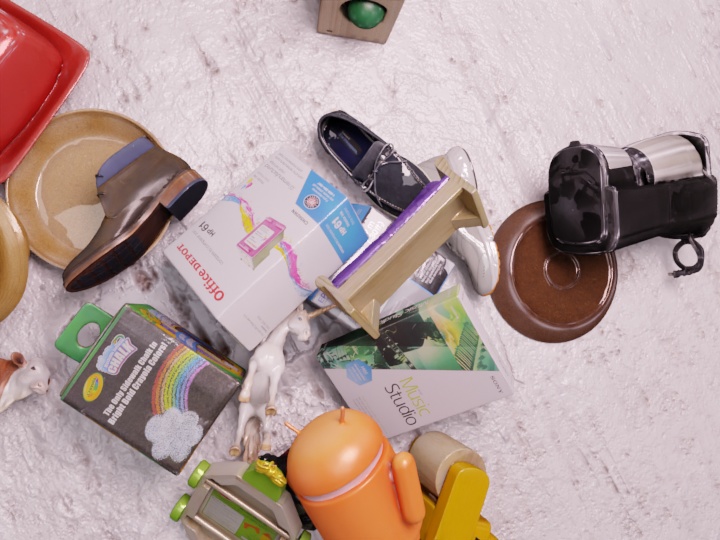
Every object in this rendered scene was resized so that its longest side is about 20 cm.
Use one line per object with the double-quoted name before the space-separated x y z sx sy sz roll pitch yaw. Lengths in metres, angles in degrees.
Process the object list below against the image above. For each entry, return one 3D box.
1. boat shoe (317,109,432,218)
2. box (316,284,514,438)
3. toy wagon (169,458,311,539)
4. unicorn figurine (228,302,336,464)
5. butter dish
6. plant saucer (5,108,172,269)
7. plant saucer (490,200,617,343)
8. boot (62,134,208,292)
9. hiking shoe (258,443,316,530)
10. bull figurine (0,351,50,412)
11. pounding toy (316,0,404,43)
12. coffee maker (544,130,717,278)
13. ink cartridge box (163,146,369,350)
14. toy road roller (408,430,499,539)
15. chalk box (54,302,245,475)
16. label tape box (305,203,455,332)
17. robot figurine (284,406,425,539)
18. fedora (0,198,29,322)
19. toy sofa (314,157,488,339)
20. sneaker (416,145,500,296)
"boat shoe" 0.019 -0.132 0.777 0.200 0.062 0.075 44 103 9
"box" 0.065 0.118 0.735 0.198 0.036 0.145 -26 107 22
"toy wagon" -0.130 0.278 0.700 0.154 0.040 0.201 33 119 3
"unicorn figurine" -0.109 0.129 0.717 0.073 0.138 0.201 29 118 -15
"butter dish" -0.450 -0.236 0.677 0.198 0.148 0.201 31 82 9
"plant saucer" -0.327 -0.096 0.755 0.197 0.035 0.203 1 87 -9
"plant saucer" 0.274 0.000 0.845 0.197 0.034 0.203 1 85 -8
"boot" -0.284 -0.069 0.714 0.097 0.075 0.200 44 73 8
"hiking shoe" -0.059 0.262 0.756 0.198 0.076 0.102 -23 98 4
"bull figurine" -0.460 0.135 0.694 0.197 0.065 0.122 17 51 0
"pounding toy" -0.013 -0.383 0.750 0.140 0.184 0.203 7 85 -8
"coffee maker" 0.354 -0.077 0.784 0.198 0.135 0.194 -13 76 -25
"ink cartridge box" -0.113 -0.029 0.727 0.200 0.085 0.144 -44 53 -8
"toy road roller" 0.119 0.317 0.758 0.145 0.123 0.202 19 86 -21
"chalk box" -0.250 0.118 0.709 0.199 0.124 0.125 36 82 -4
"label tape box" 0.000 0.000 0.785 0.199 0.066 0.144 34 82 -7
"robot figurine" -0.004 0.236 0.660 0.116 0.144 0.202 -32 105 -17
"fedora" -0.451 -0.029 0.694 0.198 0.082 0.204 2 102 9
"toy sofa" 0.041 -0.031 0.691 0.200 0.083 0.098 -44 57 -1
"sneaker" 0.121 -0.058 0.812 0.091 0.076 0.202 -16 82 -1
